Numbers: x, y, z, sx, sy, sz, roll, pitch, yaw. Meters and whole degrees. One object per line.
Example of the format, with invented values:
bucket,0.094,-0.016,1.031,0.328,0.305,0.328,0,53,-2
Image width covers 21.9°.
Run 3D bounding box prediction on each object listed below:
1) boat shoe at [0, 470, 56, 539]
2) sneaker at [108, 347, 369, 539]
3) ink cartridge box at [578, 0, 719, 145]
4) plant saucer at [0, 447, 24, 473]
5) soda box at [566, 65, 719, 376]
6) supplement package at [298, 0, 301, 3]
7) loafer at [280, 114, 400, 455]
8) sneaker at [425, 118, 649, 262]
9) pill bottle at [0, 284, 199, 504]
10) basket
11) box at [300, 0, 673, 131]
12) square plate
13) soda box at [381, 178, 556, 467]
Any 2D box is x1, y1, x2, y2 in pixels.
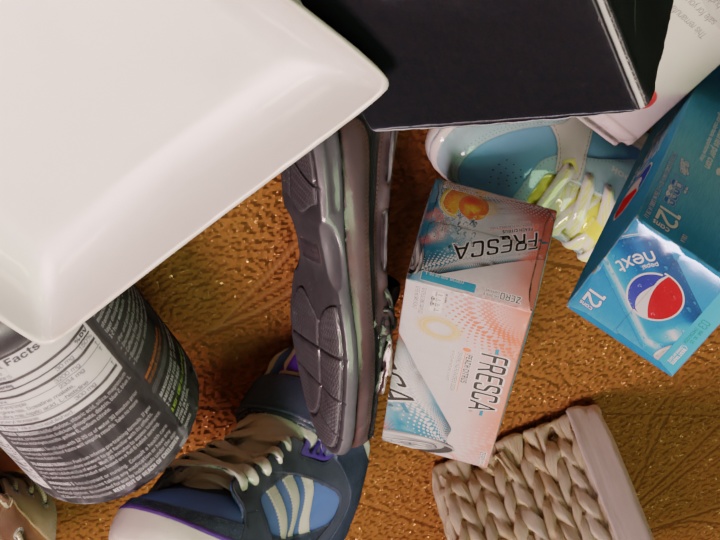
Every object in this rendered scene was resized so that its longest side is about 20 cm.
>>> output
boat shoe,-0.203,0.137,0.996,0.072,0.075,0.201,-43,138,-32
sneaker,-0.059,0.095,1.030,0.080,0.148,0.200,8,171,30
ink cartridge box,0.144,-0.173,0.882,0.200,0.085,0.145,-44,136,17
plant saucer,-0.273,0.120,1.013,0.198,0.038,0.201,-14,137,-13
soda box,0.170,-0.041,0.928,0.064,0.200,0.068,34,130,0
supplement package,-0.129,-0.141,0.757,0.198,0.117,0.118,-13,136,-14
loafer,0.000,0.000,0.966,0.063,0.072,0.202,-14,114,-22
sneaker,0.132,-0.025,0.992,0.199,0.131,0.080,13,127,-34
pill bottle,-0.164,0.023,0.916,0.106,0.107,0.200,-27,138,2
basket,0.130,0.210,1.185,0.122,0.201,0.136,-16,138,0
box,0.043,-0.193,0.692,0.123,0.198,0.201,-1,140,28
square plate,-0.125,-0.077,0.686,0.198,0.029,0.200,-35,126,25
soda box,0.056,0.034,1.011,0.068,0.064,0.200,15,151,5
